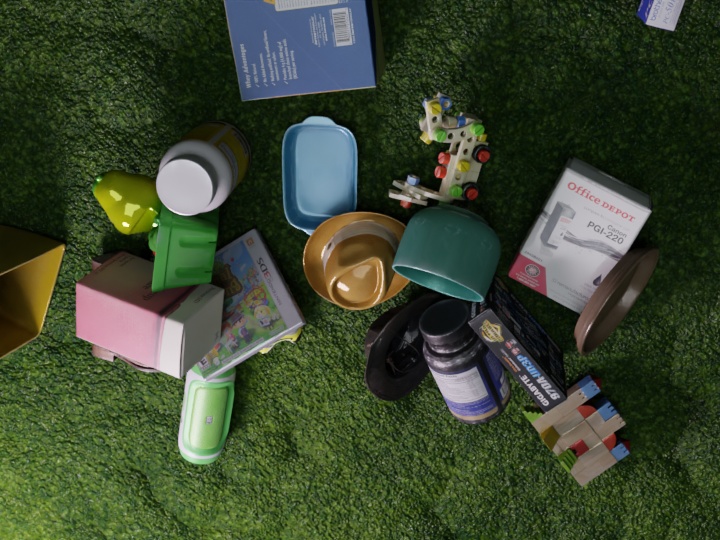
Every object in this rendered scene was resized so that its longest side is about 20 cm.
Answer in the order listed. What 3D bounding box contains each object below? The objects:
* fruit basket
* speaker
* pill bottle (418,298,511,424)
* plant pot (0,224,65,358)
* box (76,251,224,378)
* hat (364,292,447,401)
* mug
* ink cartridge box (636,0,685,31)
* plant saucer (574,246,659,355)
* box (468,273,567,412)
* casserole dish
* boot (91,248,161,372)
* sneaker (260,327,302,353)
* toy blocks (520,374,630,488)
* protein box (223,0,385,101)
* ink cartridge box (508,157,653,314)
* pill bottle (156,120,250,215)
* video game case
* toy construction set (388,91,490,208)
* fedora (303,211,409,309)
[{"bbox_3d":[-0.325,-0.076,1.483,0.215,0.216,0.156,14,115,2],"label":"fruit basket"},{"bbox_3d":[-0.274,0.243,1.677,0.088,0.088,0.201,13,114,2],"label":"speaker"},{"bbox_3d":[0.168,0.147,1.533,0.112,0.112,0.200,-16,125,14],"label":"pill bottle"},{"bbox_3d":[-0.650,0.025,1.587,0.176,0.200,0.200,27,114,8],"label":"plant pot"},{"bbox_3d":[-0.336,0.067,1.501,0.199,0.128,0.109,19,121,15],"label":"box"},{"bbox_3d":[0.064,0.113,1.568,0.081,0.200,0.201,35,123,42],"label":"hat"},{"bbox_3d":[0.132,-0.032,1.454,0.152,0.185,0.115,24,82,-22],"label":"mug"},{"bbox_3d":[0.435,-0.436,1.280,0.044,0.094,0.201,15,114,2],"label":"ink cartridge box"},{"bbox_3d":[0.391,0.044,1.451,0.029,0.200,0.200,36,116,24],"label":"plant saucer"},{"bbox_3d":[0.252,0.109,1.503,0.046,0.159,0.200,-37,104,21],"label":"box"},{"bbox_3d":[-0.063,-0.152,1.503,0.121,0.039,0.201,3,114,6],"label":"casserole dish"},{"bbox_3d":[-0.381,0.069,1.635,0.186,0.064,0.201,9,109,2],"label":"boot"},{"bbox_3d":[-0.194,0.114,1.617,0.199,0.075,0.077,-15,115,18],"label":"sneaker"},{"bbox_3d":[0.384,0.264,1.597,0.137,0.100,0.200,-37,103,9],"label":"toy blocks"},{"bbox_3d":[-0.079,-0.365,1.361,0.199,0.135,0.199,-4,113,10],"label":"protein box"},{"bbox_3d":[0.339,-0.052,1.454,0.145,0.085,0.200,28,112,6],"label":"ink cartridge box"},{"bbox_3d":[-0.241,-0.155,1.437,0.112,0.200,0.113,2,111,6],"label":"pill bottle"},{"bbox_3d":[-0.215,0.057,1.565,0.200,0.022,0.182,-31,78,11],"label":"video game case"},{"bbox_3d":[0.124,-0.169,1.438,0.131,0.092,0.200,5,129,-25],"label":"toy construction set"},{"bbox_3d":[0.000,0.000,1.513,0.200,0.082,0.201,0,128,0],"label":"fedora"}]
